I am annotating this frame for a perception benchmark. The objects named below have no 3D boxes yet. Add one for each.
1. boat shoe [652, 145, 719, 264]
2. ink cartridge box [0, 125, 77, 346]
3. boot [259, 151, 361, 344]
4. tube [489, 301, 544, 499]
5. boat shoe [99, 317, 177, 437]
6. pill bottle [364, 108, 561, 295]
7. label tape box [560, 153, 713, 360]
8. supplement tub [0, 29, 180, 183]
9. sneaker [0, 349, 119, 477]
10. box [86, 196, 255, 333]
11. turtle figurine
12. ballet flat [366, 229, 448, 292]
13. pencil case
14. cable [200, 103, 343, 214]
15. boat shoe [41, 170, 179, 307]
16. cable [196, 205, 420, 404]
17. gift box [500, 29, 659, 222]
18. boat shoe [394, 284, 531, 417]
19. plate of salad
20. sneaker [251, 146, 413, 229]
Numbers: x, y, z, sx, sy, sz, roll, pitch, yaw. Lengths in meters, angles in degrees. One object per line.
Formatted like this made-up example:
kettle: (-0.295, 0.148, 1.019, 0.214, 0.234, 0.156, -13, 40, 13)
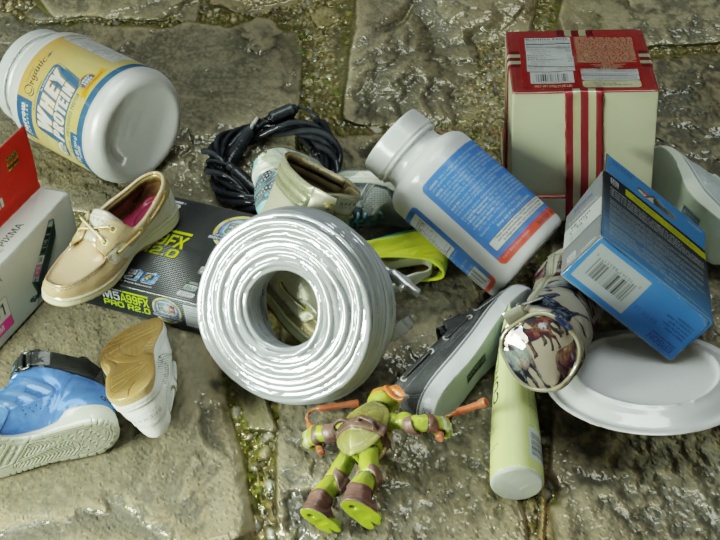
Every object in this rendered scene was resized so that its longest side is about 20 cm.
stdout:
boat shoe: (0.385, -0.071, 1.699, 0.071, 0.070, 0.201, 2, 35, -24)
ink cartridge box: (-0.380, -0.028, 1.627, 0.043, 0.174, 0.200, 15, 44, 21)
boot: (-0.034, -0.011, 1.565, 0.200, 0.155, 0.072, 39, 27, 19)
tube: (0.148, 0.128, 1.479, 0.052, 0.058, 0.200, 28, 41, -22)
boat shoe: (-0.218, 0.110, 1.535, 0.071, 0.069, 0.200, -25, 21, 5)
pill bottle: (0.105, -0.077, 1.619, 0.200, 0.112, 0.112, 43, 53, 6)
label tape box: (0.280, -0.017, 1.546, 0.144, 0.063, 0.200, 38, 27, -9)
supplement tub: (-0.332, -0.204, 1.853, 0.200, 0.145, 0.145, 27, 49, 32)
sneaker: (-0.344, 0.136, 1.501, 0.199, 0.077, 0.111, -10, 46, -13)
box: (-0.203, -0.012, 1.691, 0.200, 0.044, 0.160, 14, 44, 20)
turtle figurine: (0.012, 0.162, 1.422, 0.200, 0.064, 0.161, -5, 43, 29)
ballet flat: (0.000, 0.000, 1.648, 0.199, 0.067, 0.067, -10, 56, -8)
pencil case: (0.192, 0.043, 1.498, 0.078, 0.090, 0.200, -17, 13, 22)
cable: (-0.105, -0.129, 1.816, 0.163, 0.051, 0.200, -11, 41, -7)
boat shoe: (-0.273, -0.039, 1.642, 0.074, 0.069, 0.200, 18, 45, 25)
cable: (-0.065, 0.038, 1.508, 0.200, 0.200, 0.069, 43, 21, 10)
gift box: (0.233, -0.144, 1.694, 0.184, 0.187, 0.200, 2, 34, 7)
boat shoe: (0.101, 0.077, 1.547, 0.066, 0.070, 0.200, 24, 55, 27)
plate of salad: (0.278, 0.114, 1.487, 0.199, 0.048, 0.200, -2, 27, 1)
sneaker: (-0.028, -0.066, 1.706, 0.199, 0.078, 0.087, 12, 56, -12)
